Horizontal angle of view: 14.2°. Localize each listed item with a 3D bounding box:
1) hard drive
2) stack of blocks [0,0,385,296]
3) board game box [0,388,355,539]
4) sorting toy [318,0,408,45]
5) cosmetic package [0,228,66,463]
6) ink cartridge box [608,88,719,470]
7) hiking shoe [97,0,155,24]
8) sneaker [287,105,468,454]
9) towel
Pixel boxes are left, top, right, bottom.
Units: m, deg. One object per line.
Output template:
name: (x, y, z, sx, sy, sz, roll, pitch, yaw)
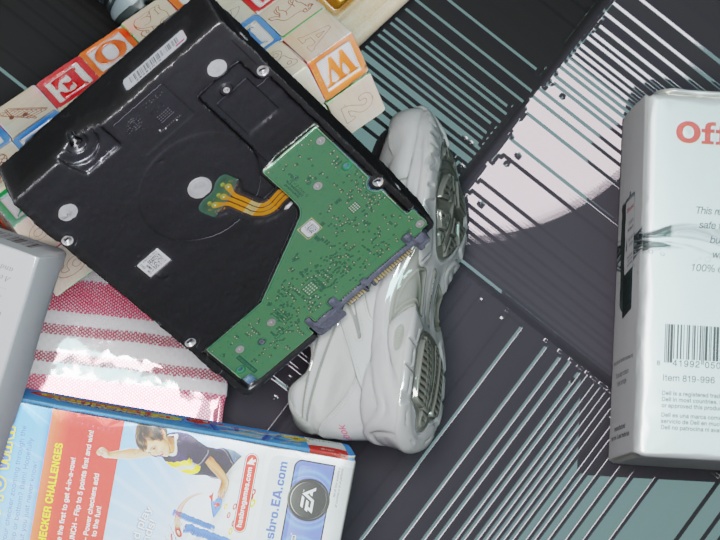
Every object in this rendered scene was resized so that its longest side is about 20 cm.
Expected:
hard drive: (-0.069, -0.036, 1.466, 0.140, 0.038, 0.200, -41, 131, 9)
stack of blocks: (-0.103, -0.076, 1.525, 0.200, 0.059, 0.115, -35, 45, -9)
board game box: (-0.116, 0.174, 1.523, 0.195, 0.056, 0.201, 11, 94, -5)
sorting toy: (-0.018, -0.236, 1.620, 0.200, 0.036, 0.185, -44, 89, -10)
cosmetic package: (-0.266, 0.031, 1.471, 0.199, 0.052, 0.151, 18, 98, 11)
ink cartridge box: (0.216, 0.009, 1.592, 0.146, 0.083, 0.201, 4, 83, -6)
hiking shoe: (-0.111, -0.232, 1.558, 0.086, 0.074, 0.201, 31, 107, 5)
sneaker: (0.000, 0.000, 1.569, 0.099, 0.078, 0.201, 0, 63, 20)
towel: (-0.143, 0.043, 1.575, 0.146, 0.030, 0.201, 7, 80, -5)
